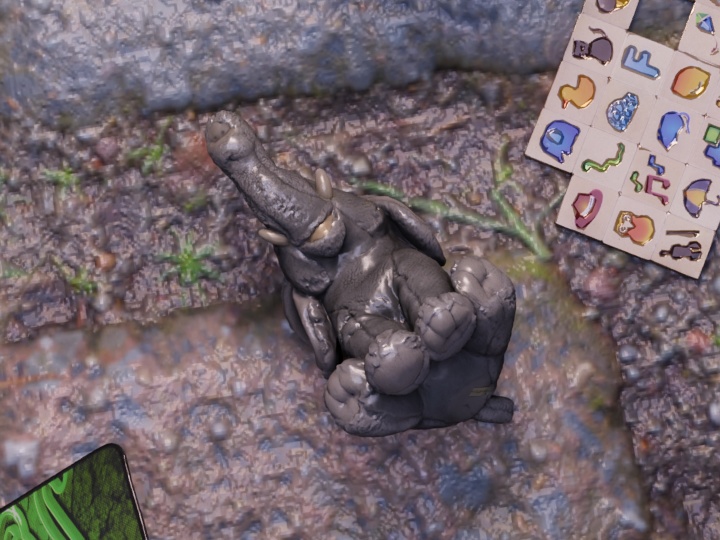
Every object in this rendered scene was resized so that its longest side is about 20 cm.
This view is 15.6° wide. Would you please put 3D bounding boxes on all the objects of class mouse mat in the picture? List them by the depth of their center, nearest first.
[{"bbox_3d":[-0.180,0.224,1.596,0.160,0.008,0.201,-32,60,26],"label":"mouse mat"}]

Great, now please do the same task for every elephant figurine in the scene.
[{"bbox_3d":[0.000,0.000,1.624,0.141,0.156,0.200,-20,52,-34],"label":"elephant figurine"}]

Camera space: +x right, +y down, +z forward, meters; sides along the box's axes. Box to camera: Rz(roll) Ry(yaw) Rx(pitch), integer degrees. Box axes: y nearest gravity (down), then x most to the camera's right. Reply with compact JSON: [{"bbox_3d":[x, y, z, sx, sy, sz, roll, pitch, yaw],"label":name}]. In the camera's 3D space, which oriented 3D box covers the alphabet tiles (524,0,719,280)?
[{"bbox_3d":[0.205,-0.104,1.682,0.166,0.008,0.201,21,85,4],"label":"alphabet tiles"}]
